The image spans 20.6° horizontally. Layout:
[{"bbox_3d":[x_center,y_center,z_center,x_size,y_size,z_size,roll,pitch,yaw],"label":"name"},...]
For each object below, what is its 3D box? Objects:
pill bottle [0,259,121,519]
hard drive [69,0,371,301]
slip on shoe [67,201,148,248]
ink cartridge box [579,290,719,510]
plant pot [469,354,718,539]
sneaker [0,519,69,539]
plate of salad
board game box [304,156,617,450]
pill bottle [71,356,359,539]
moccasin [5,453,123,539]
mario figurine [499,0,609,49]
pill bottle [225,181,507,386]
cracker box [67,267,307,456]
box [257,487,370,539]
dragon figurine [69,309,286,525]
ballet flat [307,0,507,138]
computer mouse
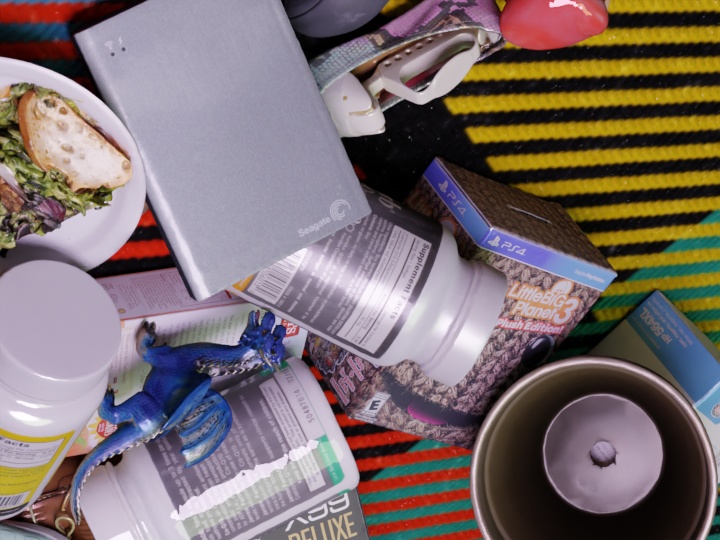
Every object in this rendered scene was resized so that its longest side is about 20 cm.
[{"bbox_3d":[-0.244,0.085,1.391,0.114,0.115,0.200,-3,149,-31],"label":"pill bottle"},{"bbox_3d":[-0.093,-0.098,1.347,0.139,0.033,0.201,-27,105,-13],"label":"hard drive"},{"bbox_3d":[-0.134,-0.093,1.384,0.200,0.061,0.076,-36,138,0],"label":"slip on shoe"},{"bbox_3d":[0.255,0.146,1.810,0.200,0.125,0.128,-42,138,9],"label":"ink cartridge box"},{"bbox_3d":[0.197,0.163,1.645,0.200,0.200,0.174,-44,176,10],"label":"plant pot"},{"bbox_3d":[-0.286,0.235,1.484,0.200,0.118,0.074,29,110,-17],"label":"sneaker"},{"bbox_3d":[-0.242,-0.057,1.309,0.199,0.048,0.201,1,134,1],"label":"plate of salad"},{"bbox_3d":[0.079,0.031,1.610,0.159,0.097,0.200,17,117,-42],"label":"board game box"},{"bbox_3d":[-0.111,0.157,1.505,0.199,0.113,0.113,-26,138,-8],"label":"pill bottle"},{"bbox_3d":[-0.220,0.189,1.571,0.201,0.078,0.074,-23,137,-12],"label":"moccasin"},{"bbox_3d":[0.154,-0.253,1.422,0.123,0.106,0.201,31,90,-9],"label":"mario figurine"},{"bbox_3d":[0.000,0.000,1.455,0.199,0.117,0.117,27,115,-9],"label":"pill bottle"},{"bbox_3d":[-0.143,0.064,1.524,0.199,0.058,0.134,-7,132,-27],"label":"cracker box"},{"bbox_3d":[-0.093,0.237,1.674,0.199,0.050,0.159,-19,109,-18],"label":"box"},{"bbox_3d":[-0.132,0.100,1.419,0.200,0.099,0.059,-55,145,-24],"label":"dragon figurine"},{"bbox_3d":[0.019,-0.140,1.434,0.199,0.071,0.069,-30,142,-5],"label":"ballet flat"},{"bbox_3d":[-0.003,-0.243,1.344,0.140,0.046,0.200,17,117,-43],"label":"computer mouse"}]
